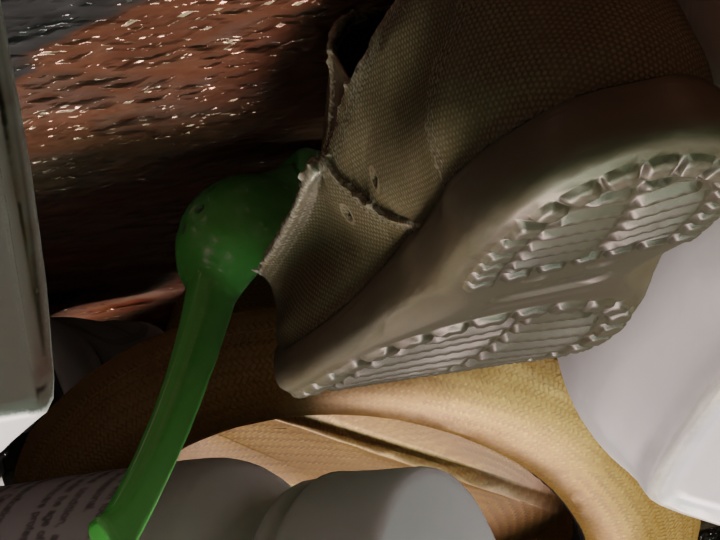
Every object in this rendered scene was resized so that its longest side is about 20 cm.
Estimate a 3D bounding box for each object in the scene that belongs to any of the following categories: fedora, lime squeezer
[{"bbox_3d":[-0.002,0.053,0.800,0.199,0.082,0.201,-3,138,-2],"label":"fedora"},{"bbox_3d":[0.000,0.000,0.686,0.199,0.071,0.038,-25,155,-39],"label":"lime squeezer"}]

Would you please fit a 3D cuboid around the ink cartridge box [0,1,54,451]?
[{"bbox_3d":[-0.148,0.014,0.515,0.147,0.086,0.200,-9,172,-18],"label":"ink cartridge box"}]

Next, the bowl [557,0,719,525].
[{"bbox_3d":[0.144,0.016,0.629,0.199,0.075,0.200,15,156,-5],"label":"bowl"}]

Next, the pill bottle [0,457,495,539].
[{"bbox_3d":[-0.067,0.108,0.704,0.199,0.114,0.113,-10,173,24],"label":"pill bottle"}]

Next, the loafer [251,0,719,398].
[{"bbox_3d":[0.025,-0.021,0.574,0.076,0.068,0.200,-7,168,-19],"label":"loafer"}]

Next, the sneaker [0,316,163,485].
[{"bbox_3d":[-0.138,0.059,0.871,0.199,0.076,0.081,-18,178,36],"label":"sneaker"}]
